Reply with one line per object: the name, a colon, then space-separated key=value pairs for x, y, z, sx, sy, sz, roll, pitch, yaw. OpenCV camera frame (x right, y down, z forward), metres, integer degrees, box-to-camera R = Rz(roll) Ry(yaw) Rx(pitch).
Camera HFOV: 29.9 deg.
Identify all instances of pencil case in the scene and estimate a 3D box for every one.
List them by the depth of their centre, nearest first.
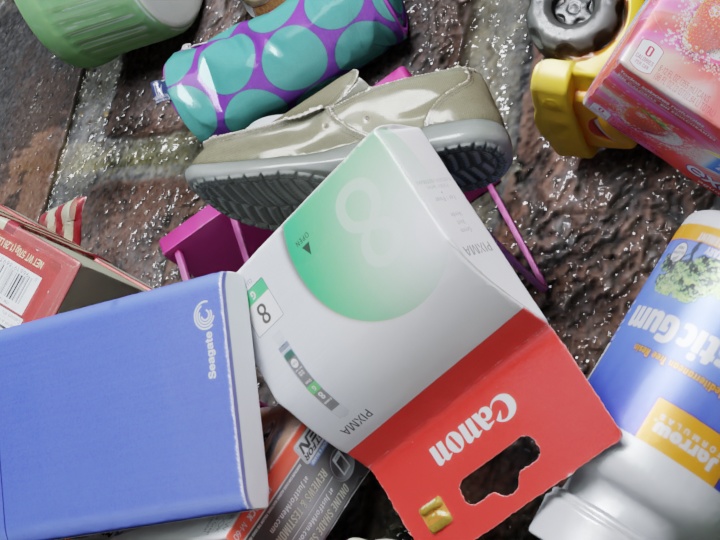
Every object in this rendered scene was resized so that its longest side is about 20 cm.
pencil case: x=-0.060 y=-0.173 z=1.048 sx=0.199 sy=0.085 sz=0.093 roll=-28 pitch=82 yaw=18

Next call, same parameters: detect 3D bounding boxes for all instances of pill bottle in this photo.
pill bottle: x=0.177 y=0.078 z=0.735 sx=0.112 sy=0.112 sz=0.201 roll=27 pitch=82 yaw=40

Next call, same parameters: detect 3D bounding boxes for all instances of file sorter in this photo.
file sorter: x=0.000 y=0.000 z=0.879 sx=0.199 sy=0.139 sz=0.126 roll=-34 pitch=53 yaw=14

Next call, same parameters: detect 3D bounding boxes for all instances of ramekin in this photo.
ramekin: x=-0.212 y=-0.279 z=1.140 sx=0.097 sy=0.200 sz=0.201 roll=-9 pitch=61 yaw=21

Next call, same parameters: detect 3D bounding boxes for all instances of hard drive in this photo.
hard drive: x=-0.147 y=0.086 z=0.795 sx=0.199 sy=0.025 sz=0.133 roll=-14 pitch=77 yaw=30

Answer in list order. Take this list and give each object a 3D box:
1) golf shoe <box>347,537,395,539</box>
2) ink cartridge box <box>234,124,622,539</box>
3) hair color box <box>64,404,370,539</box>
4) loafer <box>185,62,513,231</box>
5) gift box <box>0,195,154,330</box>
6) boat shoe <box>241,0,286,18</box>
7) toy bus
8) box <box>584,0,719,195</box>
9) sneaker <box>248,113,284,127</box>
golf shoe: x=-0.047 y=0.216 z=0.825 sx=0.199 sy=0.091 sz=0.076 roll=-34 pitch=54 yaw=15
ink cartridge box: x=0.023 y=0.048 z=0.732 sx=0.161 sy=0.050 sz=0.201 roll=-43 pitch=70 yaw=36
hair color box: x=-0.098 y=0.149 z=0.855 sx=0.199 sy=0.064 sz=0.111 roll=-13 pitch=32 yaw=46
loafer: x=-0.007 y=-0.074 z=0.796 sx=0.198 sy=0.075 sz=0.070 roll=-7 pitch=61 yaw=16
gift box: x=-0.243 y=0.039 z=0.970 sx=0.184 sy=0.187 sz=0.201 roll=32 pitch=87 yaw=18
boat shoe: x=-0.094 y=-0.279 z=1.139 sx=0.075 sy=0.068 sz=0.200 roll=-39 pitch=50 yaw=10
toy bus: x=0.216 y=-0.163 z=0.844 sx=0.191 sy=0.136 sz=0.201 roll=16 pitch=76 yaw=22
box: x=0.236 y=-0.086 z=0.723 sx=0.199 sy=0.095 sz=0.103 roll=35 pitch=83 yaw=2
sneaker: x=-0.035 y=-0.069 z=0.947 sx=0.199 sy=0.084 sz=0.121 roll=-7 pitch=29 yaw=38
